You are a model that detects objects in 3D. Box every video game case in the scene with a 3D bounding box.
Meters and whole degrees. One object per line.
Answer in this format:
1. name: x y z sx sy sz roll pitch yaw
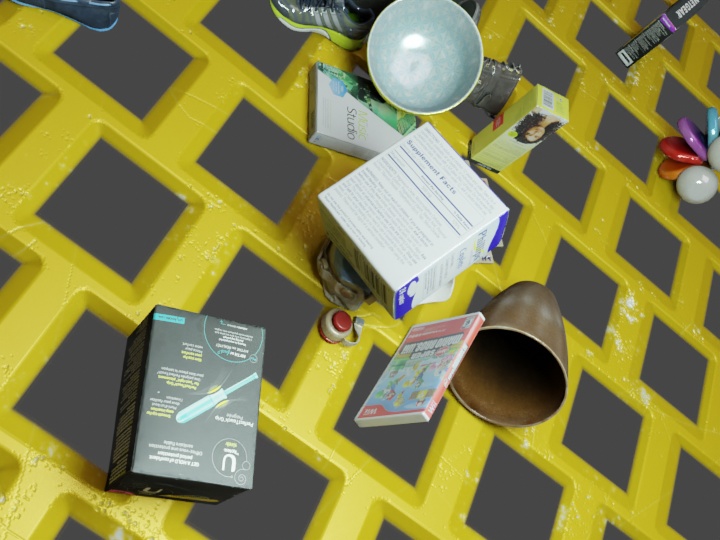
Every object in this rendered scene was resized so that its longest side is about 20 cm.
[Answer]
1. video game case: 0.086 0.143 1.246 0.018 0.142 0.201 51 50 -20

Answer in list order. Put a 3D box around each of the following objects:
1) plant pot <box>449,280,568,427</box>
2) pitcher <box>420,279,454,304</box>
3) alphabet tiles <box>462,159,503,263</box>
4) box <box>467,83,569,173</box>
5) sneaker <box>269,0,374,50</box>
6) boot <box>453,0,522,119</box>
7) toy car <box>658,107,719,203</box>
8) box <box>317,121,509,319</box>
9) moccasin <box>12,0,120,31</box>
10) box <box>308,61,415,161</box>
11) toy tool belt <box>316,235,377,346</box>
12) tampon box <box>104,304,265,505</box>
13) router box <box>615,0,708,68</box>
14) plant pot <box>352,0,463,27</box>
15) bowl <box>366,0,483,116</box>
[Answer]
1. plant pot: 0.249 0.108 1.360 0.187 0.187 0.201 42 38 -8
2. pitcher: 0.097 -0.067 1.336 0.119 0.172 0.203 -6 71 -12
3. alphabet tiles: 0.172 -0.106 1.505 0.164 0.006 0.203 2 67 -31
4. box: 0.274 -0.244 1.512 0.074 0.200 0.051 18 61 -22
5. sneaker: -0.063 -0.449 1.472 0.197 0.081 0.075 11 62 -28
6. boot: 0.222 -0.380 1.562 0.172 0.202 0.070 5 37 -27
7. toy car: 0.710 -0.255 1.802 0.149 0.201 0.176 36 35 -4
8. box: 0.072 -0.070 1.195 0.199 0.105 0.185 -34 67 -12
9. moccasin: -0.438 -0.415 1.226 0.197 0.068 0.082 13 61 -27
10. box: 0.006 -0.257 1.453 0.197 0.036 0.147 14 61 -29
11. toy tool belt: 0.000 0.000 1.271 0.124 0.123 0.202 27 56 -18
12. tampon box: -0.213 0.169 1.053 0.148 0.126 0.203 15 61 -25
13. router box: 0.684 -0.552 1.952 0.051 0.149 0.200 51 51 -1
14. plant pot: 0.093 -0.525 1.529 0.179 0.199 0.200 56 38 -11
15. bowl: 0.102 -0.353 1.463 0.196 0.108 0.204 0 87 -5
